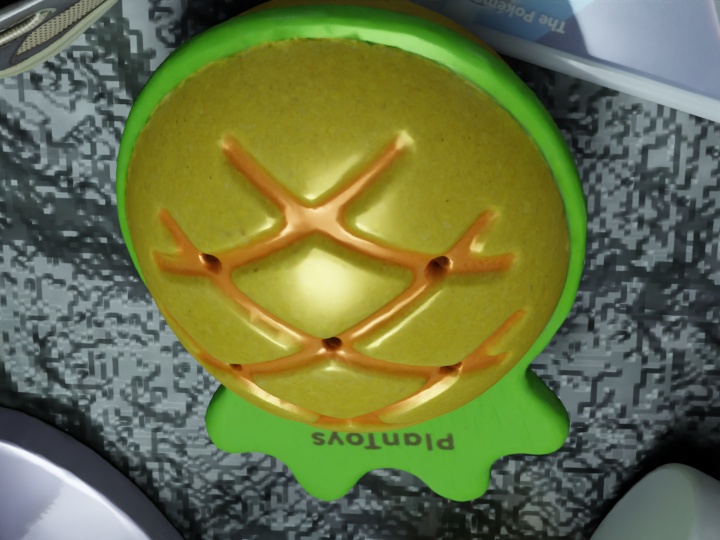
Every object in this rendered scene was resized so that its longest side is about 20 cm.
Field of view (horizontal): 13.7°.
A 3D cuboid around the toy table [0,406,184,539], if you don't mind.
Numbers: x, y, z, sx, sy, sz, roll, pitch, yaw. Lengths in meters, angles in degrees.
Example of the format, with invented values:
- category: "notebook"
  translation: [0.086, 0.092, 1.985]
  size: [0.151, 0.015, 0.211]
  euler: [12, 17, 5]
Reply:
- category: "toy table"
  translation: [-0.108, 0.153, 0.969]
  size: [0.183, 0.117, 0.200]
  euler: [-30, 114, 19]

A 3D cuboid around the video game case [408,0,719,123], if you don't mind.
- category: "video game case"
  translation: [0.094, -0.132, 0.840]
  size: [0.199, 0.023, 0.183]
  euler: [17, 120, -6]

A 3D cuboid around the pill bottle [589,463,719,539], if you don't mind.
- category: "pill bottle"
  translation: [0.162, 0.148, 0.949]
  size: [0.199, 0.114, 0.114]
  euler: [29, 118, -13]

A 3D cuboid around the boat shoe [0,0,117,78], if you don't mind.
- category: "boat shoe"
  translation: [-0.064, -0.116, 0.821]
  size: [0.075, 0.073, 0.200]
  euler: [46, 115, 0]

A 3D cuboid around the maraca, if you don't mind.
- category: "maraca"
  translation: [0.000, 0.000, 0.880]
  size: [0.136, 0.107, 0.201]
  euler: [2, 136, 11]
